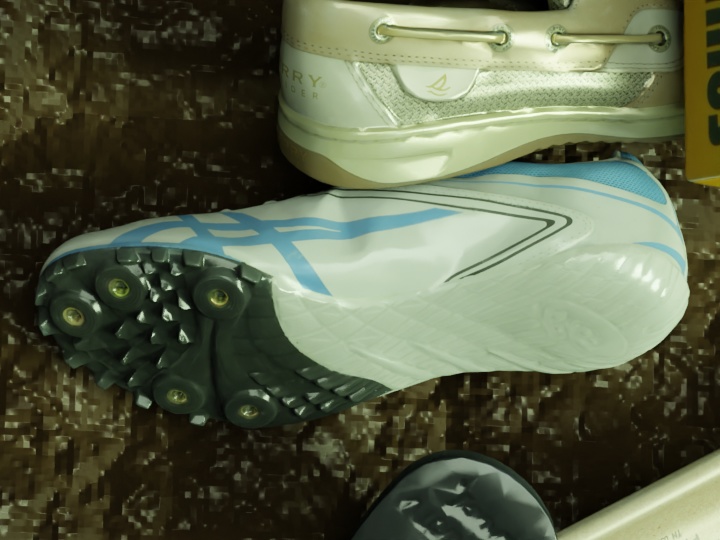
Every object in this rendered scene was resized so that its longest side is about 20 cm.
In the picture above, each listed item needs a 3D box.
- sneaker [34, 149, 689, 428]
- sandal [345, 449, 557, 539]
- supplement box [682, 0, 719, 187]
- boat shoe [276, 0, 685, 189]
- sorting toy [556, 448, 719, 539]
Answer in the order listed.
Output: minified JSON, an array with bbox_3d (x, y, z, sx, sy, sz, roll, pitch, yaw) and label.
[{"bbox_3d":[0.000,0.000,0.788,0.198,0.072,0.073,-4,40,-5],"label":"sneaker"},{"bbox_3d":[-0.014,0.142,0.752,0.076,0.043,0.201,29,95,-1],"label":"sandal"},{"bbox_3d":[0.202,-0.076,0.780,0.199,0.109,0.110,5,82,-40],"label":"supplement box"},{"bbox_3d":[0.067,-0.080,0.788,0.199,0.072,0.065,-13,122,-21],"label":"boat shoe"},{"bbox_3d":[0.126,0.158,0.814,0.184,0.036,0.201,-25,95,-14],"label":"sorting toy"}]
